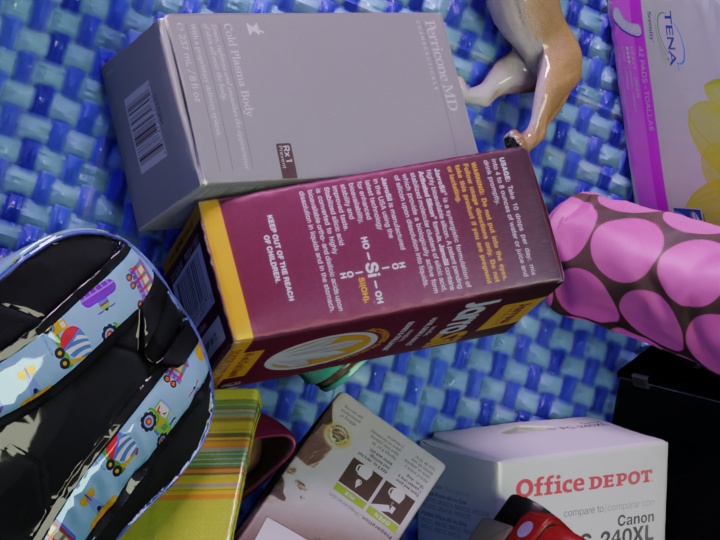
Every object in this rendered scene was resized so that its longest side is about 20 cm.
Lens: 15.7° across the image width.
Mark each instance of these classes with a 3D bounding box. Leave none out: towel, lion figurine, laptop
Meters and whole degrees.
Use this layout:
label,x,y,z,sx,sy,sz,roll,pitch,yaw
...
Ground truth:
label,x,y,z,sx,sy,sz,roll,pitch,yaw
towel,-0.109,0.152,1.434,0.018,0.086,0.200,64,29,-50
lion figurine,0.105,-0.166,1.643,0.122,0.072,0.200,-33,129,-40
laptop,0.266,0.116,1.713,0.200,0.187,0.116,-35,121,-32

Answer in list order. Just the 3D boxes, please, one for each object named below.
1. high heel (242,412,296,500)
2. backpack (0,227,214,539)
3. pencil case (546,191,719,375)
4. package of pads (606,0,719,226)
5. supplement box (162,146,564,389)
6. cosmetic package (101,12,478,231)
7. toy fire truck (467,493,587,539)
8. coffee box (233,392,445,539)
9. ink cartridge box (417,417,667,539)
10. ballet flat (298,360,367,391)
label,x,y,z,sx,sy,sz,roll,pitch,yaw
high heel,-0.129,0.140,1.475,0.200,0.096,0.067,-42,110,-27
backpack,-0.187,0.074,1.402,0.200,0.135,0.183,-45,119,-23
pencil case,0.209,0.018,1.656,0.091,0.200,0.094,-41,137,-32
package of pads,0.242,-0.099,1.688,0.068,0.154,0.200,-21,107,-36
supplement box,0.000,0.000,1.495,0.200,0.110,0.086,-10,76,-18
cosmetic package,-0.039,-0.087,1.510,0.200,0.090,0.107,-8,76,-34
toy fire truck,0.151,0.240,1.530,0.176,0.200,0.129,46,71,-29
coffee box,-0.046,0.182,1.499,0.080,0.113,0.200,35,58,-1
ink cartridge box,0.115,0.202,1.674,0.145,0.083,0.200,-4,99,-35
ballet flat,0.025,-0.009,1.597,0.200,0.067,0.070,-40,101,-29
